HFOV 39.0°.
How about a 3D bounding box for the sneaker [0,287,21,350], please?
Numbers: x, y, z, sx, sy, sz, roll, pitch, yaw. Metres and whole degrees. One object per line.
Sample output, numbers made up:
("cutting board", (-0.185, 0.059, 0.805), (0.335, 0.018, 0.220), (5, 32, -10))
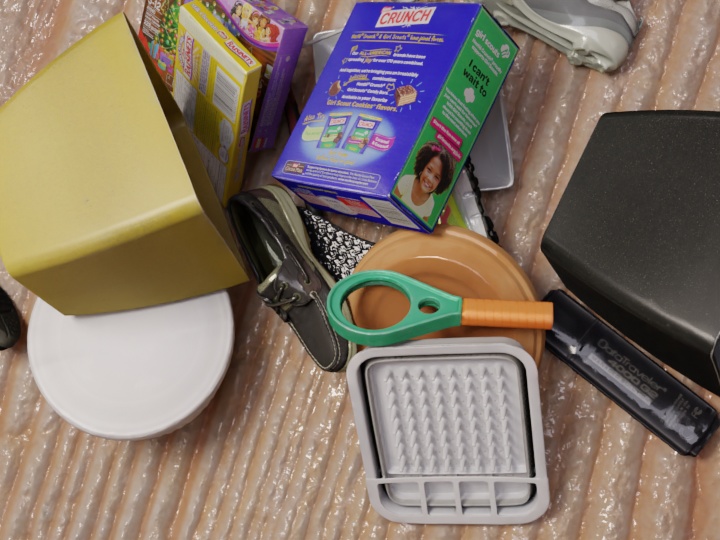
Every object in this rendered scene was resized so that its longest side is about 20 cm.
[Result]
("sneaker", (-0.452, 0.041, 1.101), (0.199, 0.076, 0.115), (40, 90, 20))

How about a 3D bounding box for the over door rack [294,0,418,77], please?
("over door rack", (-0.034, -0.310, 1.068), (0.198, 0.067, 0.149), (-30, 61, 1))

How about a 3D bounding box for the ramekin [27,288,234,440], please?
("ramekin", (-0.220, 0.073, 1.008), (0.199, 0.094, 0.205), (1, 70, -2))

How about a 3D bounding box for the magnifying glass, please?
("magnifying glass", (0.068, 0.034, 0.889), (0.197, 0.023, 0.080), (4, 45, 7))

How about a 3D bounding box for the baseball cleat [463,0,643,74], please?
("baseball cleat", (0.189, -0.280, 1.021), (0.199, 0.070, 0.107), (33, 76, -4))

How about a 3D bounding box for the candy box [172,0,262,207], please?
("candy box", (-0.149, -0.161, 1.020), (0.026, 0.201, 0.102), (-30, 68, -30))

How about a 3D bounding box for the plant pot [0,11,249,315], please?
("plant pot", (-0.232, -0.070, 0.918), (0.175, 0.200, 0.202), (-23, 71, -2))

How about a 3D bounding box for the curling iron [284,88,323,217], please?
("curling iron", (-0.071, -0.127, 1.070), (0.025, 0.049, 0.203), (-30, 73, 49))

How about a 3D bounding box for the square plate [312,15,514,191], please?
("square plate", (0.052, -0.166, 1.054), (0.197, 0.028, 0.201), (-7, 77, 11))

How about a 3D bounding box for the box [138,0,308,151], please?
("box", (-0.151, -0.234, 1.058), (0.199, 0.039, 0.138), (38, 124, 26))

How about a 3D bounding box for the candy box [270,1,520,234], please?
("candy box", (0.031, -0.149, 0.957), (0.168, 0.077, 0.202), (15, 76, 45))

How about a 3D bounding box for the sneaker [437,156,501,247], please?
("sneaker", (0.086, -0.029, 0.987), (0.089, 0.078, 0.203), (-19, 85, 13))

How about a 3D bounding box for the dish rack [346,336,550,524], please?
("dish rack", (0.083, 0.142, 0.926), (0.169, 0.044, 0.202), (-3, 120, 14))

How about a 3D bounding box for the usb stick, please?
("usb stick", (0.242, 0.093, 0.953), (0.199, 0.033, 0.056), (39, 82, 18))

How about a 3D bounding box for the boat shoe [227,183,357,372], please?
("boat shoe", (-0.071, 0.011, 0.972), (0.072, 0.065, 0.203), (-41, 69, 44))

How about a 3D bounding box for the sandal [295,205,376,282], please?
("sandal", (0.000, 0.000, 1.020), (0.199, 0.045, 0.076), (33, 91, 16))

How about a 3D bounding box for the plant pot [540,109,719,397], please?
("plant pot", (0.275, -0.031, 0.897), (0.176, 0.199, 0.202), (25, 84, 27))

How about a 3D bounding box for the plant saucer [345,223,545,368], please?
("plant saucer", (0.071, 0.058, 0.949), (0.197, 0.037, 0.203), (6, 108, 19))
